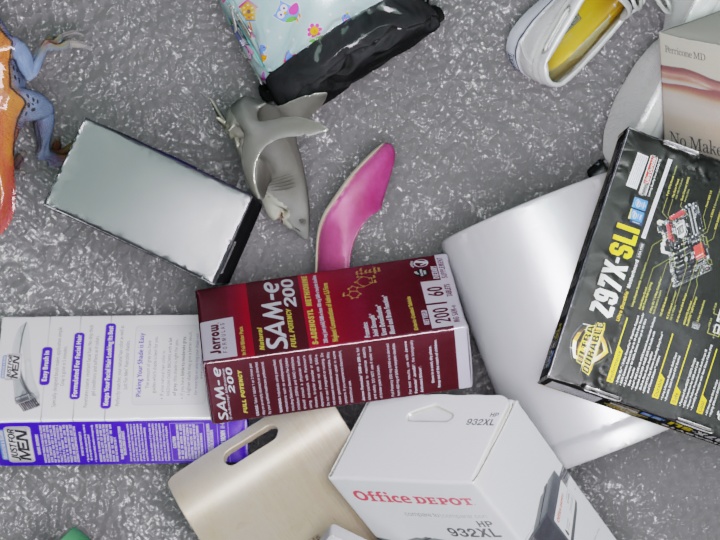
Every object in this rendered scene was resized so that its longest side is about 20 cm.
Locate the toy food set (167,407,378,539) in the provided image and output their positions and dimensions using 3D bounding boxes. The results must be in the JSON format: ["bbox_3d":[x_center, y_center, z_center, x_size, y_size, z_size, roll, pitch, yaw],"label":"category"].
[{"bbox_3d":[-0.045,0.202,1.713,0.143,0.060,0.200,-32,119,-1],"label":"toy food set"}]

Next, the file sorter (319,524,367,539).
[{"bbox_3d":[-0.015,0.323,1.651,0.139,0.125,0.200,27,124,-14],"label":"file sorter"}]

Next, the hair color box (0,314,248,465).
[{"bbox_3d":[-0.188,0.095,1.717,0.200,0.065,0.109,0,48,-2],"label":"hair color box"}]

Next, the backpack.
[{"bbox_3d":[-0.047,-0.244,1.723,0.167,0.127,0.200,-31,86,2],"label":"backpack"}]

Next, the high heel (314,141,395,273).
[{"bbox_3d":[0.000,0.000,1.744,0.096,0.067,0.200,30,91,4],"label":"high heel"}]

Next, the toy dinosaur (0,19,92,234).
[{"bbox_3d":[-0.271,-0.155,1.701,0.105,0.200,0.182,-6,133,8],"label":"toy dinosaur"}]

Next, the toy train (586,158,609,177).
[{"bbox_3d":[0.239,-0.001,1.767,0.046,0.034,0.200,-28,89,2],"label":"toy train"}]

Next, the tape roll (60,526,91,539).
[{"bbox_3d":[-0.268,0.288,1.666,0.048,0.200,0.200,40,88,-1],"label":"tape roll"}]

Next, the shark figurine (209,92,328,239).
[{"bbox_3d":[-0.061,-0.111,1.653,0.089,0.214,0.128,-28,78,-3],"label":"shark figurine"}]

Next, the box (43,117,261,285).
[{"bbox_3d":[-0.156,-0.050,1.677,0.141,0.200,0.079,23,90,-1],"label":"box"}]

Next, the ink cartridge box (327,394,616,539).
[{"bbox_3d":[0.092,0.190,1.656,0.200,0.145,0.084,54,51,-33],"label":"ink cartridge box"}]

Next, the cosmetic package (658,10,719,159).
[{"bbox_3d":[0.301,-0.095,1.694,0.087,0.103,0.200,-20,113,-33],"label":"cosmetic package"}]

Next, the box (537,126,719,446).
[{"bbox_3d":[0.238,0.014,1.603,0.160,0.049,0.200,18,82,-1],"label":"box"}]

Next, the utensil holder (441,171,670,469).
[{"bbox_3d":[0.171,0.041,1.702,0.170,0.170,0.200,-22,86,-2],"label":"utensil holder"}]

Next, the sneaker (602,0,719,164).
[{"bbox_3d":[0.272,-0.157,1.752,0.088,0.075,0.200,33,80,-19],"label":"sneaker"}]

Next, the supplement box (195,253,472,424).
[{"bbox_3d":[-0.022,0.051,1.652,0.200,0.109,0.061,-9,122,-3],"label":"supplement box"}]

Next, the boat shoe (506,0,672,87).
[{"bbox_3d":[0.208,-0.226,1.735,0.202,0.086,0.075,-45,127,0],"label":"boat shoe"}]
